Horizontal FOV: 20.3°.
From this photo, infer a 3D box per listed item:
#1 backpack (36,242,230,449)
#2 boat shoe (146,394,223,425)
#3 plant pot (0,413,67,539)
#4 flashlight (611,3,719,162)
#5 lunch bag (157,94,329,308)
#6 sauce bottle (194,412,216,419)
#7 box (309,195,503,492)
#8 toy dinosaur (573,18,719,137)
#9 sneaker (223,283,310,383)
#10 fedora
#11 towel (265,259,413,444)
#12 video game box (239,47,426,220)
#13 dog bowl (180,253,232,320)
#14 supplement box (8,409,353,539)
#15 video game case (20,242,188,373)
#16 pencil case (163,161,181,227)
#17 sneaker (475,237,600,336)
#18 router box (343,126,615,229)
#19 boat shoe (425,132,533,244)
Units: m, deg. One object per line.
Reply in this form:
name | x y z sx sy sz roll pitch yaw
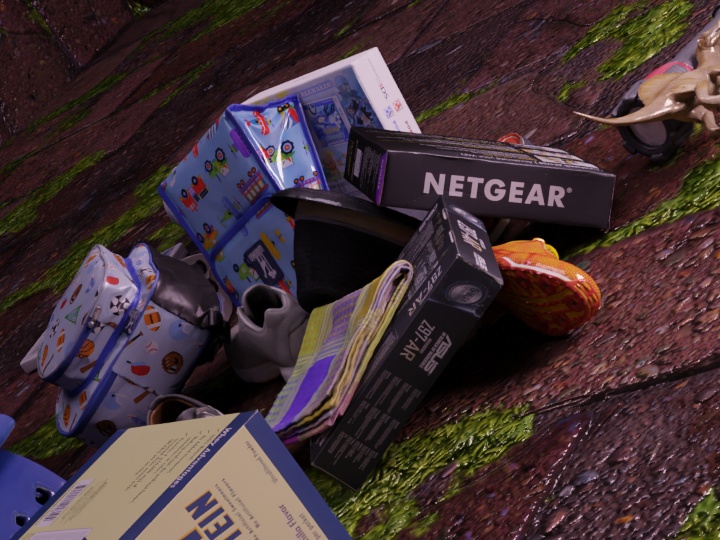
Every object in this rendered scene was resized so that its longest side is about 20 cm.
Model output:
backpack | -0.220 0.079 1.896 0.200 0.153 0.192 -123 54 -76
boat shoe | -0.134 0.152 1.703 0.072 0.068 0.200 -38 20 -11
plant pot | -0.343 0.246 1.663 0.199 0.180 0.200 -26 19 27
flashlight | 0.295 -0.172 1.751 0.067 0.068 0.200 -15 22 49
lunch bag | -0.087 -0.040 1.928 0.094 0.201 0.151 -14 -20 -42
sauce bottle | -0.165 0.202 1.584 0.066 0.066 0.201 -12 38 53
box | 0.030 0.053 1.563 0.201 0.043 0.160 -56 13 13
toy dinosaur | 0.266 -0.139 1.644 0.101 0.059 0.200 18 40 37
sneaker | -0.083 0.049 1.835 0.076 0.092 0.200 -42 17 -20
fedora | 0.000 0.000 1.733 0.200 0.199 0.092 0 72 63
towel | -0.026 0.069 1.587 0.144 0.023 0.200 -64 13 -20
video game box | -0.015 -0.107 1.965 0.199 0.183 0.047 -14 21 50
dog bowl | -0.220 0.066 2.119 0.199 0.059 0.200 -32 17 11
supplement box | -0.148 0.219 1.428 0.199 0.135 0.200 -13 28 53
video game case | -0.307 0.045 2.419 0.199 0.018 0.143 -27 18 30
pencil case | -0.168 -0.087 2.375 0.083 0.091 0.200 -41 17 -17
sneaker | 0.133 0.002 1.571 0.077 0.073 0.200 -39 18 -16
router box | 0.097 -0.079 1.695 0.198 0.052 0.149 5 10 -12
boat shoe | 0.112 -0.080 1.854 0.071 0.063 0.200 -26 18 34
